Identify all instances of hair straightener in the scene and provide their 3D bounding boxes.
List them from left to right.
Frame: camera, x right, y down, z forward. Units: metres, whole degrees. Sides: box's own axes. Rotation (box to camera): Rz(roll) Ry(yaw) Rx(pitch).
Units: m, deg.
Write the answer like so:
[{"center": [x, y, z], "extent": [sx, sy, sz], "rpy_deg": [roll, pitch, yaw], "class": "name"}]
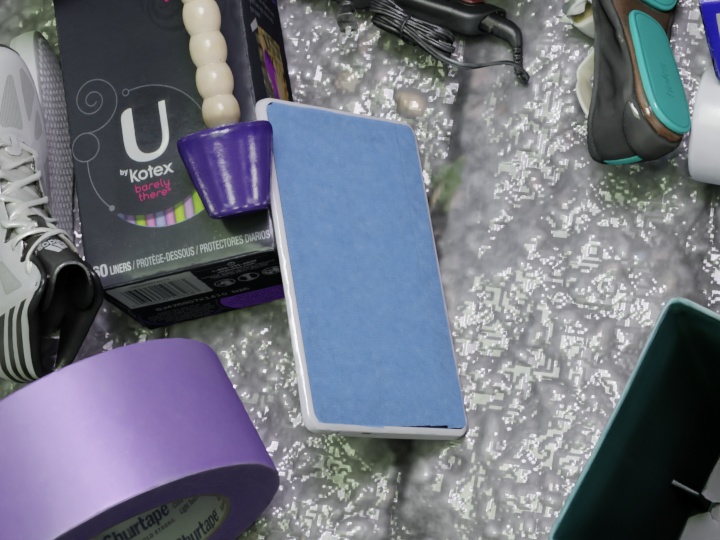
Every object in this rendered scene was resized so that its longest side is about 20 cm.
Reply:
[{"center": [0.013, -0.158, 1.387], "extent": [0.199, 0.041, 0.077], "rpy_deg": [30, 51, 12], "class": "hair straightener"}]

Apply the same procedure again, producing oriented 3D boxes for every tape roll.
[{"center": [-0.152, 0.128, 1.280], "extent": [0.199, 0.200, 0.085], "rpy_deg": [-32, 70, 5], "class": "tape roll"}]

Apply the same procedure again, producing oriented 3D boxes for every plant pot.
[{"center": [0.207, 0.126, 1.186], "extent": [0.141, 0.200, 0.142], "rpy_deg": [26, 84, 20], "class": "plant pot"}]

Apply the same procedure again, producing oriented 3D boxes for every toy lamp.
[{"center": [-0.089, -0.130, 1.277], "extent": [0.058, 0.058, 0.202], "rpy_deg": [-14, 87, 11], "class": "toy lamp"}]

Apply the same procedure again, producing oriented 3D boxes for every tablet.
[{"center": [0.000, 0.000, 1.320], "extent": [0.014, 0.129, 0.202], "rpy_deg": [-26, 67, 42], "class": "tablet"}]

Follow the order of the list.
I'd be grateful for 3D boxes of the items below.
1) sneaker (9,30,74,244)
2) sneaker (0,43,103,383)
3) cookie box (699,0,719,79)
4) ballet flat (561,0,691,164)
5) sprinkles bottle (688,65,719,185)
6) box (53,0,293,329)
[{"center": [-0.225, -0.052, 1.411], "extent": [0.081, 0.074, 0.202], "rpy_deg": [-5, 75, 8], "class": "sneaker"}, {"center": [-0.187, -0.033, 1.308], "extent": [0.115, 0.075, 0.202], "rpy_deg": [3, 96, 49], "class": "sneaker"}, {"center": [0.279, -0.216, 1.283], "extent": [0.170, 0.075, 0.201], "rpy_deg": [-5, 55, 14], "class": "cookie box"}, {"center": [0.152, -0.146, 1.330], "extent": [0.068, 0.068, 0.201], "rpy_deg": [-29, 42, 37], "class": "ballet flat"}, {"center": [0.289, -0.070, 1.284], "extent": [0.198, 0.068, 0.069], "rpy_deg": [10, 79, 17], "class": "sprinkles bottle"}, {"center": [-0.105, -0.081, 1.370], "extent": [0.121, 0.106, 0.202], "rpy_deg": [-13, 73, 11], "class": "box"}]
